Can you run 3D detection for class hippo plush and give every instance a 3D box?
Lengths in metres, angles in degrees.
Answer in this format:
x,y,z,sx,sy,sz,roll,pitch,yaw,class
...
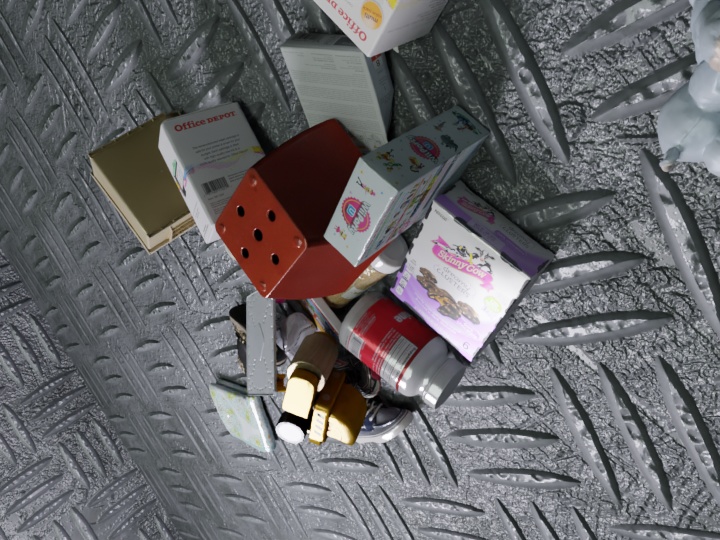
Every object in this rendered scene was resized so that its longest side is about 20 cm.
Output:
x,y,z,sx,sy,sz,roll,pitch,yaw,class
0.314,-0.151,0.546,0.199,0.159,0.162,32,136,25,hippo plush

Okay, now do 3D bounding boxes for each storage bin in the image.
x,y,z,sx,sy,sz,roll,pitch,yaw,class
-0.387,-0.177,1.238,0.201,0.198,0.094,53,159,3,storage bin

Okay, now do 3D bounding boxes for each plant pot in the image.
x,y,z,sx,sy,sz,roll,pitch,yaw,class
-0.088,-0.072,0.919,0.201,0.176,0.200,53,130,12,plant pot

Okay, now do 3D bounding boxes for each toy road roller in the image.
x,y,z,sx,sy,sz,roll,pitch,yaw,class
-0.057,0.223,1.128,0.145,0.123,0.201,17,126,7,toy road roller

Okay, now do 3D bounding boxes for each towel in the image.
x,y,z,sx,sy,sz,roll,pitch,yaw,class
-0.313,0.382,1.681,0.199,0.048,0.173,7,122,43,towel

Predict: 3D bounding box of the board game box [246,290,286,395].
x,y,z,sx,sy,sz,roll,pitch,yaw,class
-0.184,0.137,1.221,0.200,0.026,0.202,156,114,-65,board game box

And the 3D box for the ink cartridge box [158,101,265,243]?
x,y,z,sx,sy,sz,roll,pitch,yaw,class
-0.239,-0.171,1.094,0.201,0.144,0.084,62,152,8,ink cartridge box

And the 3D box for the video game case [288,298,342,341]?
x,y,z,sx,sy,sz,roll,pitch,yaw,class
-0.088,0.078,1.191,0.143,0.017,0.200,52,164,4,video game case

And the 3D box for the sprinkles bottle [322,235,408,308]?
x,y,z,sx,sy,sz,roll,pitch,yaw,class
0.000,0.000,1.059,0.068,0.068,0.200,54,142,1,sprinkles bottle

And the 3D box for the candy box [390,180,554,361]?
x,y,z,sx,sy,sz,roll,pitch,yaw,class
0.149,0.004,0.902,0.168,0.071,0.201,41,140,17,candy box

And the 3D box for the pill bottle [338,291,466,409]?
x,y,z,sx,sy,sz,roll,pitch,yaw,class
0.069,0.132,1.046,0.199,0.112,0.113,36,138,22,pill bottle

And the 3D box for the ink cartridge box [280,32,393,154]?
x,y,z,sx,sy,sz,roll,pitch,yaw,class
-0.017,-0.246,0.935,0.161,0.050,0.201,19,147,36,ink cartridge box

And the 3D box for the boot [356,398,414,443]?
x,y,z,sx,sy,sz,roll,pitch,yaw,class
0.018,0.282,1.239,0.091,0.073,0.200,51,143,-4,boot

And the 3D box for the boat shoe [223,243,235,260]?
x,y,z,sx,sy,sz,roll,pitch,yaw,class
-0.233,-0.112,1.228,0.073,0.060,0.201,14,129,23,boat shoe

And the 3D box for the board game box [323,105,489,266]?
x,y,z,sx,sy,sz,roll,pitch,yaw,class
0.059,-0.110,0.810,0.064,0.200,0.148,43,140,11,board game box

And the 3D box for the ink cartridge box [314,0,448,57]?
x,y,z,sx,sy,sz,roll,pitch,yaw,class
0.036,-0.353,0.719,0.129,0.125,0.200,48,141,8,ink cartridge box

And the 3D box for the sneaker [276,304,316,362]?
x,y,z,sx,sy,sz,roll,pitch,yaw,class
-0.145,0.115,1.257,0.115,0.075,0.200,46,162,23,sneaker

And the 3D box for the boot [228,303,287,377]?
x,y,z,sx,sy,sz,roll,pitch,yaw,class
-0.224,0.183,1.415,0.200,0.073,0.152,36,139,35,boot

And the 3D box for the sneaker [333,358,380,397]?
x,y,z,sx,sy,sz,roll,pitch,yaw,class
-0.033,0.209,1.219,0.199,0.074,0.081,-21,72,50,sneaker
